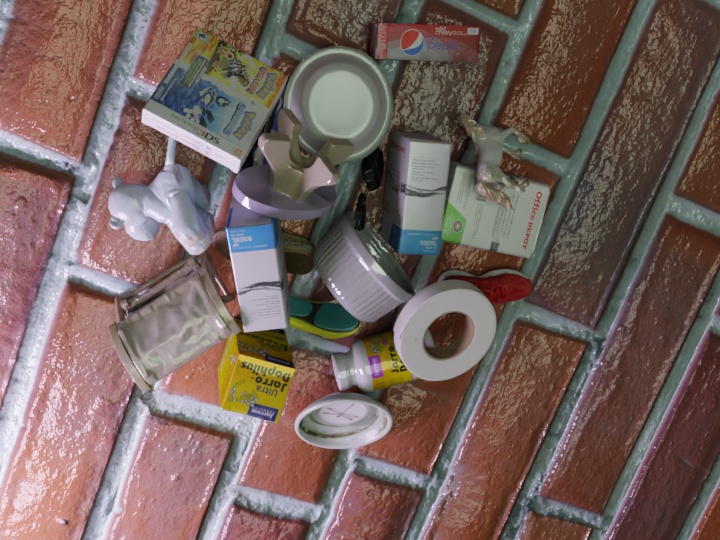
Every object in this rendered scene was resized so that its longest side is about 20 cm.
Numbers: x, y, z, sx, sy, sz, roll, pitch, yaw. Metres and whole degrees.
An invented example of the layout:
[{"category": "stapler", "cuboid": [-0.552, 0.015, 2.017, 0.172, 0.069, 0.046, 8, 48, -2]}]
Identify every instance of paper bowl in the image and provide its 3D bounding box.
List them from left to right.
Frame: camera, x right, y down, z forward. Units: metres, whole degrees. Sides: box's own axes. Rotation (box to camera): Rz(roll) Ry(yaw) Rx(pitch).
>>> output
[{"category": "paper bowl", "cuboid": [-0.038, -0.292, 1.425, 0.196, 0.104, 0.205, -1, 98, -6]}]

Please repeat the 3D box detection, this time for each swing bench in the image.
[{"category": "swing bench", "cuboid": [-0.330, 0.080, 1.428, 0.197, 0.200, 0.131, -32, 109, -2]}]

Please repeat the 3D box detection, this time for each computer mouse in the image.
[{"category": "computer mouse", "cuboid": [0.008, -0.150, 1.460, 0.033, 0.202, 0.059, 2, 136, 16]}]

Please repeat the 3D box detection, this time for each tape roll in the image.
[{"category": "tape roll", "cuboid": [0.157, 0.113, 1.497, 0.199, 0.037, 0.206, -9, 121, -15]}]

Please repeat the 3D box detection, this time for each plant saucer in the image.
[{"category": "plant saucer", "cuboid": [-0.034, 0.289, 1.599, 0.196, 0.051, 0.202, -3, 142, -2]}]

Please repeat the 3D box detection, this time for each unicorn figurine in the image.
[{"category": "unicorn figurine", "cuboid": [0.241, -0.218, 1.474, 0.135, 0.203, 0.074, 11, 146, -18]}]

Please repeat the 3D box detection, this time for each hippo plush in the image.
[{"category": "hippo plush", "cuboid": [-0.353, -0.099, 1.388, 0.158, 0.162, 0.201, -15, 151, 4]}]

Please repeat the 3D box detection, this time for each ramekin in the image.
[{"category": "ramekin", "cuboid": [0.000, 0.000, 1.482, 0.105, 0.201, 0.200, -39, 109, 11]}]

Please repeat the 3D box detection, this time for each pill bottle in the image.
[{"category": "pill bottle", "cuboid": [0.046, 0.178, 1.585, 0.196, 0.104, 0.106, -14, 108, -8]}]

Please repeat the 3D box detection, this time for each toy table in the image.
[{"category": "toy table", "cuboid": [-0.106, -0.168, 1.336, 0.198, 0.184, 0.118, -16, 143, -48]}]

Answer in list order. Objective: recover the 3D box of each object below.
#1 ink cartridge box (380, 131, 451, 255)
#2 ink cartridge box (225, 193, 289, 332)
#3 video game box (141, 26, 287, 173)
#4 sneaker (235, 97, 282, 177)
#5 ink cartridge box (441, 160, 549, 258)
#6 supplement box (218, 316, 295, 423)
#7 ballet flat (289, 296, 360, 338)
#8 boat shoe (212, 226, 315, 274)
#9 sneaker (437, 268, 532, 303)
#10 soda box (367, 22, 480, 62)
[{"category": "ink cartridge box", "cuboid": [0.099, -0.145, 1.478, 0.082, 0.145, 0.204, 2, 105, -12]}, {"category": "ink cartridge box", "cuboid": [-0.175, -0.018, 1.397, 0.082, 0.146, 0.204, -6, 119, -2]}, {"category": "video game box", "cuboid": [-0.242, -0.289, 1.354, 0.180, 0.047, 0.203, 27, 61, -8]}, {"category": "sneaker", "cuboid": [-0.172, -0.218, 1.458, 0.076, 0.075, 0.204, 7, 103, -40]}, {"category": "ink cartridge box", "cuboid": [0.247, -0.119, 1.556, 0.196, 0.084, 0.148, 11, 103, -14]}, {"category": "supplement box", "cuboid": [-0.195, 0.179, 1.484, 0.107, 0.200, 0.111, 16, 102, -16]}, {"category": "ballet flat", "cuboid": [-0.083, 0.094, 1.518, 0.196, 0.067, 0.068, 13, 141, 24]}, {"category": "boat shoe", "cuboid": [-0.180, -0.045, 1.506, 0.196, 0.063, 0.074, 16, 127, -13]}, {"category": "sneaker", "cuboid": [0.256, 0.054, 1.584, 0.195, 0.116, 0.080, -2, 117, -7]}, {"category": "soda box", "cuboid": [0.114, -0.413, 1.455, 0.196, 0.070, 0.065, -1, 106, -12]}]
